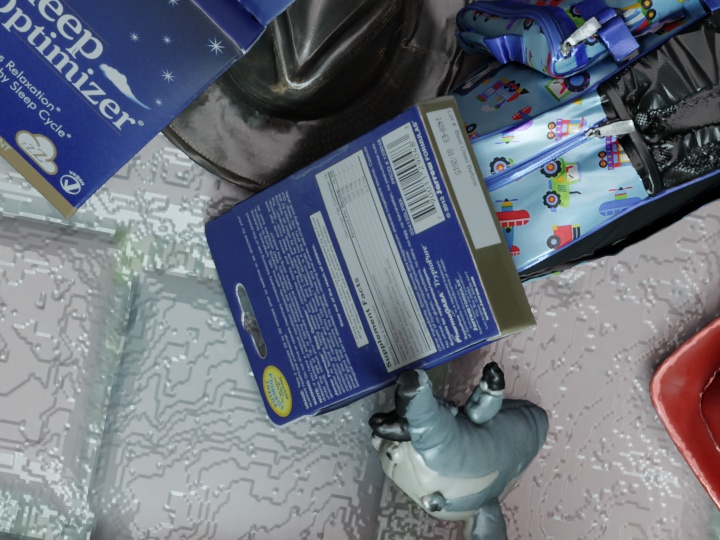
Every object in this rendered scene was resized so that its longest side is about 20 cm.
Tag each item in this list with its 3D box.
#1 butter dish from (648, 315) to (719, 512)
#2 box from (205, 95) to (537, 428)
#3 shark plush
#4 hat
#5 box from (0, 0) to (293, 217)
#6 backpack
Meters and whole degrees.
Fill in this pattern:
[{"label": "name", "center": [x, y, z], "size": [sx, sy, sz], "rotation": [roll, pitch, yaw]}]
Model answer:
[{"label": "butter dish", "center": [0.293, 0.086, 1.503], "size": [0.199, 0.148, 0.200], "rotation": [-36, 97, -8]}, {"label": "box", "center": [0.000, 0.000, 1.429], "size": [0.032, 0.200, 0.121], "rotation": [-16, 84, -40]}, {"label": "shark plush", "center": [0.043, 0.076, 1.446], "size": [0.083, 0.200, 0.091], "rotation": [-46, 55, -2]}, {"label": "hat", "center": [-0.024, -0.137, 1.471], "size": [0.200, 0.081, 0.201], "rotation": [0, 92, -12]}, {"label": "box", "center": [-0.132, -0.123, 1.400], "size": [0.121, 0.200, 0.032], "rotation": [44, 40, -8]}, {"label": "backpack", "center": [0.104, -0.078, 1.448], "size": [0.200, 0.183, 0.135], "rotation": [-28, 105, -5]}]
